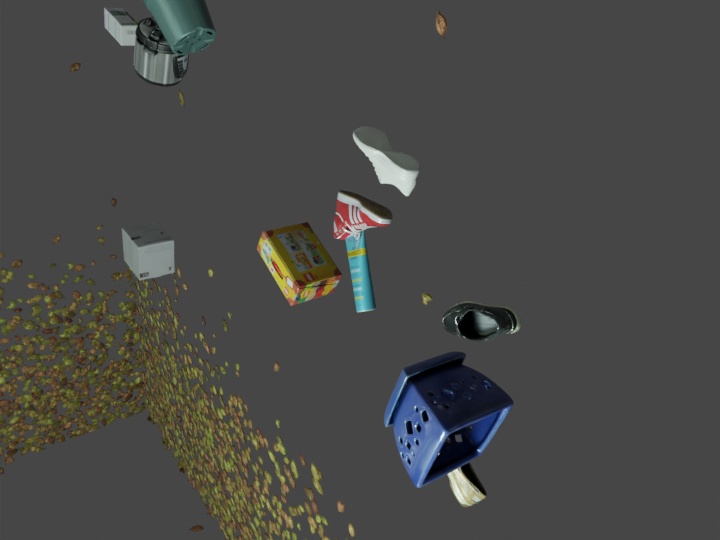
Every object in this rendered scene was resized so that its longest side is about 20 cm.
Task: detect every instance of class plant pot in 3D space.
[{"bbox_3d":[-0.547,-0.787,1.754,0.199,0.198,0.199,-21,94,53],"label":"plant pot"},{"bbox_3d":[0.168,0.295,1.202,0.180,0.197,0.202,51,139,36],"label":"plant pot"}]

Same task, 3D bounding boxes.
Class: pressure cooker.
[{"bbox_3d":[-0.670,-0.747,1.927,0.177,0.176,0.201,56,141,26],"label":"pressure cooker"}]

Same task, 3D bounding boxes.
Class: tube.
[{"bbox_3d":[0.000,0.000,1.438,0.077,0.050,0.204,-11,88,44],"label":"tube"}]

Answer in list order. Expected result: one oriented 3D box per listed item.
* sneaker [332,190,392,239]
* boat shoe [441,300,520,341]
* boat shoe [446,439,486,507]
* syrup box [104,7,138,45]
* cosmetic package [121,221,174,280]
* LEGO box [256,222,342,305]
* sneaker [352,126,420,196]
[{"bbox_3d":[0.000,-0.110,1.356,0.199,0.070,0.114,35,116,50],"label":"sneaker"},{"bbox_3d":[0.225,0.108,1.158,0.198,0.065,0.076,2,105,52],"label":"boat shoe"},{"bbox_3d":[0.219,0.424,1.295,0.076,0.071,0.202,-39,78,36],"label":"boat shoe"},{"bbox_3d":[-0.953,-0.977,2.297,0.200,0.078,0.082,47,136,32],"label":"syrup box"},{"bbox_3d":[-0.933,-0.088,2.527,0.199,0.163,0.168,36,129,39],"label":"cosmetic package"},{"bbox_3d":[-0.166,-0.023,1.555,0.201,0.147,0.078,56,139,23],"label":"LEGO box"},{"bbox_3d":[0.047,-0.239,1.268,0.200,0.074,0.089,47,147,30],"label":"sneaker"}]
